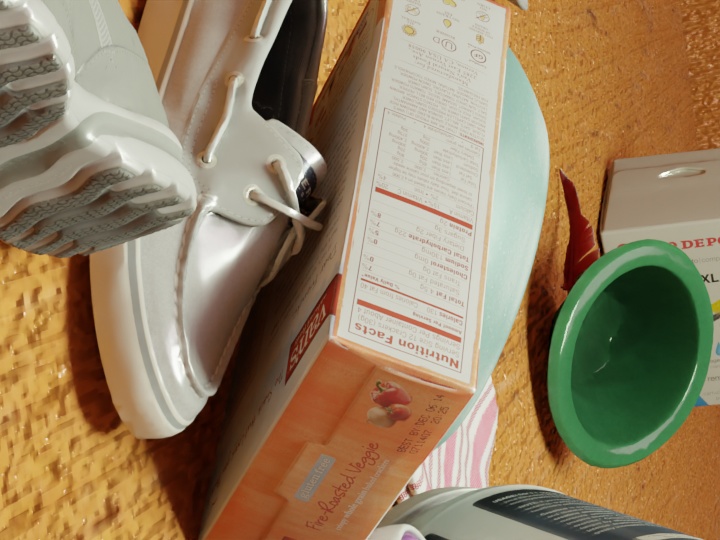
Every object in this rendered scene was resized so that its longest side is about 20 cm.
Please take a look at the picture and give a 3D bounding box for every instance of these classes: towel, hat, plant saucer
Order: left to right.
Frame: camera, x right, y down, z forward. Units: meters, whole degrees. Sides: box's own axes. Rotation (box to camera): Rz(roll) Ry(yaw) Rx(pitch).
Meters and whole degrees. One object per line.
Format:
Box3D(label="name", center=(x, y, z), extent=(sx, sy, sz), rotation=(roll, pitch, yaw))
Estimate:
Box3D(label="plant saucer", center=(0.034, -0.001, 0.786), extent=(0.200, 0.036, 0.202), rotation=(-161, -90, -79))
Box3D(label="towel", center=(0.048, 0.085, 1.013), extent=(0.201, 0.030, 0.147), rotation=(66, 24, -47))
Box3D(label="hat", center=(0.156, 0.043, 1.436), extent=(0.199, 0.175, 0.167), rotation=(-24, 114, -34))

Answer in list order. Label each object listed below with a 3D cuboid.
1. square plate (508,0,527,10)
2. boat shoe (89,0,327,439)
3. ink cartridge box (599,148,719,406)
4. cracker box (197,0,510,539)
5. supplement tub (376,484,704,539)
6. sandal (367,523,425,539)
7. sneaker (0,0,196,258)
Box3D(label="square plate", center=(0.074, -0.292, 1.256), extent=(0.200, 0.028, 0.200), rotation=(25, 59, -72))
Box3D(label="boat shoe", center=(-0.045, -0.032, 0.658), extent=(0.201, 0.068, 0.072), rotation=(-81, 158, -43))
Box3D(label="ink cartridge box", center=(0.316, 0.006, 1.775), extent=(0.145, 0.146, 0.202), rotation=(-70, 149, -57))
Box3D(label="cracker box", center=(0.000, 0.000, 0.706), extent=(0.134, 0.057, 0.201), rotation=(122, -16, -45))
Box3D(label="supplement tub", center=(0.083, 0.164, 0.751), extent=(0.200, 0.139, 0.142), rotation=(9, -70, 62))
Box3D(label="sandal", center=(0.027, 0.166, 0.629), extent=(0.083, 0.049, 0.204), rotation=(52, 24, -43))
Box3D(label="sneaker", center=(-0.106, -0.064, 0.488), extent=(0.200, 0.074, 0.083), rotation=(53, 19, -72))
